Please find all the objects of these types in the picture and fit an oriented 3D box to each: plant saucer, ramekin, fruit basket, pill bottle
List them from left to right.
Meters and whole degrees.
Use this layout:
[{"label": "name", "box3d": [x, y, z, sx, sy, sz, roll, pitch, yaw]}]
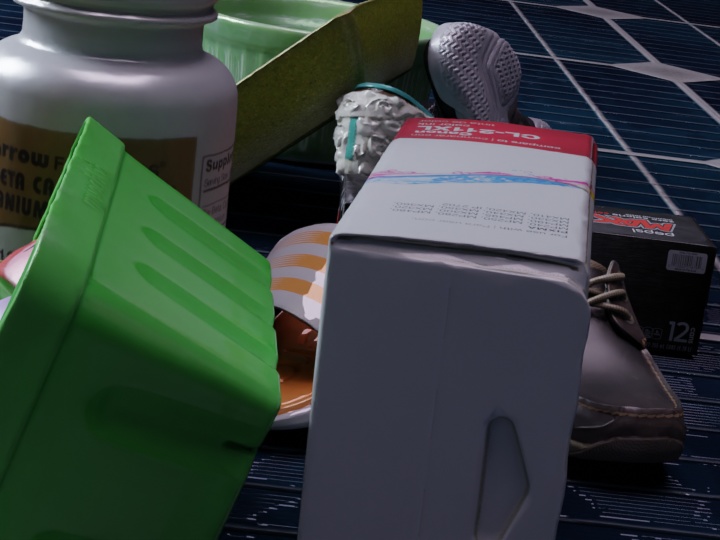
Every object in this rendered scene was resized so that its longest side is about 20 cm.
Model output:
[{"label": "fruit basket", "box3d": [-0.141, 0.029, 0.588, 0.215, 0.156, 0.216, 24, 13, -6]}, {"label": "pill bottle", "box3d": [-0.113, -0.053, 0.746, 0.114, 0.200, 0.114, 6, 16, -2]}, {"label": "plant saucer", "box3d": [-0.050, -0.104, 1.084, 0.200, 0.048, 0.200, -32, 4, 20]}, {"label": "ramekin", "box3d": [-0.039, -0.147, 1.289, 0.200, 0.098, 0.200, 7, 16, -2]}]

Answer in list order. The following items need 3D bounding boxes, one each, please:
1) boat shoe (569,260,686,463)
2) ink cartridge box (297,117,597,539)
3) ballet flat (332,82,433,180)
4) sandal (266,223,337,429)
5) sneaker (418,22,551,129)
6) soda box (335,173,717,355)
[{"label": "boat shoe", "box3d": [0.089, 0.029, 0.787, 0.074, 0.073, 0.200, 1, 17, -21]}, {"label": "ink cartridge box", "box3d": [0.036, 0.035, 0.611, 0.083, 0.146, 0.200, 8, 16, 7]}, {"label": "ballet flat", "box3d": [0.050, -0.049, 1.033, 0.200, 0.072, 0.072, 26, -1, -44]}, {"label": "sandal", "box3d": [-0.007, -0.001, 0.776, 0.079, 0.059, 0.207, 3, 32, 33]}, {"label": "sneaker", "box3d": [0.053, -0.095, 1.116, 0.114, 0.076, 0.200, 3, -22, 25]}, {"label": "soda box", "box3d": [0.085, -0.004, 0.918, 0.200, 0.063, 0.071, 7, 16, -3]}]
